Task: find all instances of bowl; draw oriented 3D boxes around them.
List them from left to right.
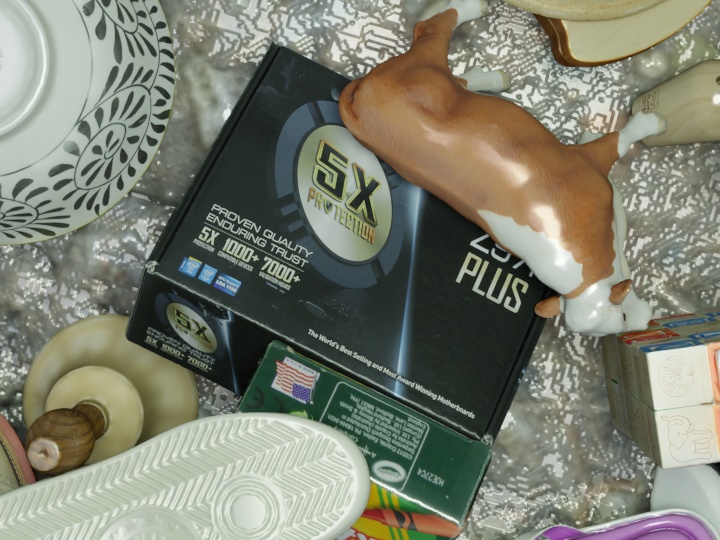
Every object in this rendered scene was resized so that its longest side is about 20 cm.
[{"bbox_3d":[-0.208,-0.114,0.979,0.199,0.094,0.202,0,91,1],"label":"bowl"}]

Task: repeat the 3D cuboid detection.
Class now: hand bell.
[{"bbox_3d":[-0.148,0.081,0.932,0.103,0.200,0.105,0,92,1],"label":"hand bell"}]

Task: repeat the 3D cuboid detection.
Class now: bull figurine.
[{"bbox_3d":[0.086,-0.054,0.915,0.200,0.065,0.122,37,54,3],"label":"bull figurine"}]

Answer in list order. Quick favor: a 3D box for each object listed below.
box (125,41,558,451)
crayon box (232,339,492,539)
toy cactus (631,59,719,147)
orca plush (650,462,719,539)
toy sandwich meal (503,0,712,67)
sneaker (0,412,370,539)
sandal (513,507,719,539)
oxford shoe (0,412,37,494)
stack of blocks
[{"bbox_3d":[0.000,0.000,0.948,0.199,0.086,0.164,27,59,0],"label":"box"},{"bbox_3d":[-0.021,0.129,0.940,0.126,0.200,0.051,26,56,1],"label":"crayon box"},{"bbox_3d":[0.219,-0.102,0.952,0.164,0.102,0.201,-16,68,38],"label":"toy cactus"},{"bbox_3d":[0.227,0.196,0.994,0.105,0.071,0.201,-49,57,36],"label":"orca plush"},{"bbox_3d":[0.119,-0.214,0.970,0.204,0.070,0.207,1,77,-6],"label":"toy sandwich meal"},{"bbox_3d":[-0.089,0.117,0.856,0.199,0.085,0.076,-11,78,8],"label":"sneaker"},{"bbox_3d":[0.101,0.171,0.944,0.202,0.050,0.083,-23,55,-12],"label":"sandal"},{"bbox_3d":[-0.203,0.136,0.946,0.074,0.071,0.200,-25,47,-18],"label":"oxford shoe"},{"bbox_3d":[0.196,0.055,0.927,0.114,0.200,0.059,-8,92,2],"label":"stack of blocks"}]
